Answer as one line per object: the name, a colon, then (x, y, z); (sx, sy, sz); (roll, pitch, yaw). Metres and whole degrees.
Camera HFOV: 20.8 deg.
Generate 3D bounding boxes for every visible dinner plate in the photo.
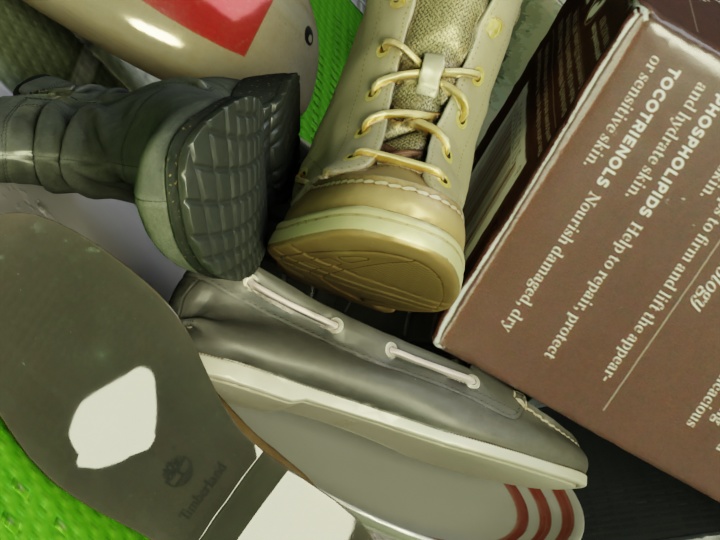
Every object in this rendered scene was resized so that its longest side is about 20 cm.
dinner plate: (0.006, 0.076, 0.864); (0.199, 0.024, 0.200); (26, 15, -7)

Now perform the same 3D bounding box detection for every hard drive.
hard drive: (0.125, 0.109, 0.925); (0.135, 0.198, 0.043); (-98, -179, -58)

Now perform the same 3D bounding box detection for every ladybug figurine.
ladybug figurine: (-0.103, -0.143, 0.941); (0.199, 0.072, 0.136); (27, 12, -15)

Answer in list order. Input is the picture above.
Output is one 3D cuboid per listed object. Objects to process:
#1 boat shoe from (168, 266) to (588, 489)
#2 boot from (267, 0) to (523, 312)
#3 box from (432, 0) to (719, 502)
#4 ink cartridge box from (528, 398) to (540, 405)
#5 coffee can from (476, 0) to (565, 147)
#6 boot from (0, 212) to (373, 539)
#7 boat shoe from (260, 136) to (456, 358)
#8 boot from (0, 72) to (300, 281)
boat shoe: (0.013, 0.042, 0.802); (0.198, 0.067, 0.058); (19, 75, -23)
boot: (0.022, -0.064, 0.772); (0.072, 0.157, 0.200); (21, -4, -3)
box: (0.155, -0.019, 0.839); (0.199, 0.165, 0.166); (28, 22, -7)
ink cartridge box: (0.118, 0.145, 1.032); (0.116, 0.067, 0.201); (45, 21, -25)
coffee can: (0.099, -0.172, 1.461); (0.147, 0.146, 0.200); (48, 18, -13)
boot: (-0.079, 0.060, 0.731); (0.200, 0.074, 0.075); (47, -8, -13)
boat shoe: (0.000, 0.000, 0.942); (0.200, 0.076, 0.074); (42, 14, 32)
boot: (-0.098, -0.041, 0.772); (0.200, 0.129, 0.068); (-62, 153, -76)
